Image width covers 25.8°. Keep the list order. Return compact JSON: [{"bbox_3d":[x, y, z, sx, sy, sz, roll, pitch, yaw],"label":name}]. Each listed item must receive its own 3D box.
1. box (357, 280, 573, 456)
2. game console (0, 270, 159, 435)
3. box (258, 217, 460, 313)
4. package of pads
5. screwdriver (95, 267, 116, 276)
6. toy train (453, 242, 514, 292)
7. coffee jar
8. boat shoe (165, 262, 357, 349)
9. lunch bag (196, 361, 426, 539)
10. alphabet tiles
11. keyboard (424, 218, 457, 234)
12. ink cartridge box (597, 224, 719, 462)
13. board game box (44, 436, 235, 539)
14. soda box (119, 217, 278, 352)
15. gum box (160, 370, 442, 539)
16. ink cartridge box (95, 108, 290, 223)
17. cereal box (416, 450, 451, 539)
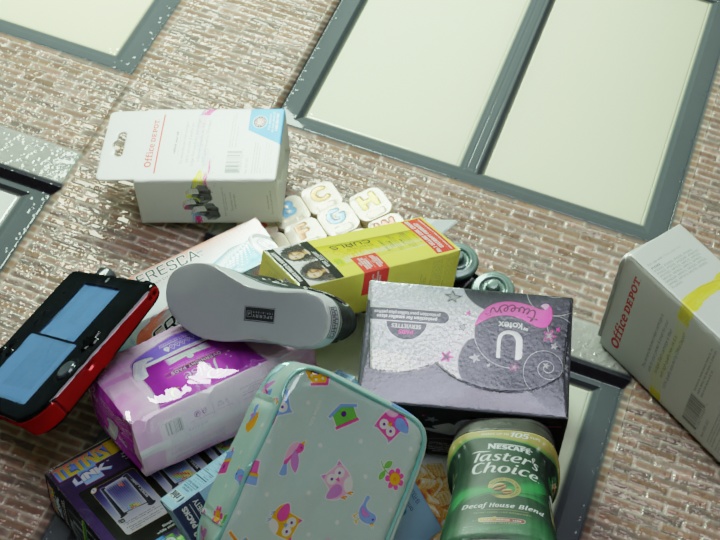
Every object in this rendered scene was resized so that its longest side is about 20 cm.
[{"bbox_3d":[0.098,0.095,1.496,0.197,0.115,0.134,6,62,2],"label":"box"},{"bbox_3d":[-0.289,0.072,1.504,0.178,0.031,0.199,-54,29,-17],"label":"game console"},{"bbox_3d":[0.000,0.000,1.560,0.198,0.051,0.075,-11,38,-34],"label":"box"},{"bbox_3d":[-0.147,0.105,1.479,0.198,0.076,0.120,-24,36,-23],"label":"package of pads"},{"bbox_3d":[-0.306,0.070,1.603,0.029,0.028,0.201,1,43,36],"label":"screwdriver"},{"bbox_3d":[0.114,0.058,1.628,0.114,0.086,0.200,-39,63,-21],"label":"toy train"},{"bbox_3d":[0.122,0.207,1.363,0.103,0.086,0.201,0,26,7],"label":"coffee jar"},{"bbox_3d":[-0.093,0.037,1.456,0.198,0.070,0.056,12,4,33],"label":"boat shoe"},{"bbox_3d":[-0.039,0.191,1.330,0.159,0.077,0.202,26,84,-20],"label":"lunch bag"},{"bbox_3d":[-0.048,-0.021,1.679,0.198,0.015,0.196,-25,45,-9],"label":"alphabet tiles"},{"bbox_3d":[0.021,-0.001,1.682,0.199,0.011,0.056,-38,28,-27],"label":"keyboard"},{"bbox_3d":[0.347,0.075,1.594,0.083,0.146,0.200,-28,58,-27],"label":"ink cartridge box"},{"bbox_3d":[-0.168,0.205,1.463,0.199,0.057,0.165,-27,42,-25],"label":"board game box"},{"bbox_3d":[-0.174,0.026,1.606,0.198,0.064,0.069,-27,48,-14],"label":"soda box"},{"bbox_3d":[-0.050,0.217,1.394,0.199,0.171,0.044,-34,16,-15],"label":"gum box"},{"bbox_3d":[-0.182,-0.115,1.733,0.197,0.068,0.116,0,47,5],"label":"ink cartridge box"},{"bbox_3d":[0.042,0.227,1.502,0.197,0.040,0.145,6,50,-1],"label":"cereal box"}]
